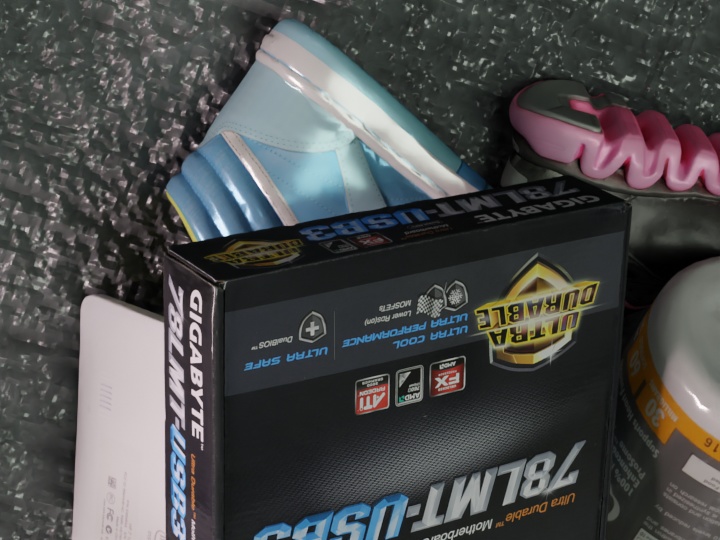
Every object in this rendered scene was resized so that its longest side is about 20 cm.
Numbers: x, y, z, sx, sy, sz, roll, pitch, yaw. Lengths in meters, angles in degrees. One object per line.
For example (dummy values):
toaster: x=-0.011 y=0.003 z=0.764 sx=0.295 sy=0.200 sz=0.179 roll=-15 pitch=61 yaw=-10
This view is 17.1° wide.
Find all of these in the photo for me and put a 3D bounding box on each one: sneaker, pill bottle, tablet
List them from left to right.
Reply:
tablet: x=-0.079 y=0.119 z=1.034 sx=0.014 sy=0.130 sz=0.200 roll=-19 pitch=120 yaw=-49
sneaker: x=0.000 y=0.000 z=1.043 sx=0.200 sy=0.080 sz=0.131 roll=42 pitch=89 yaw=-11
sneaker: x=0.152 y=-0.017 z=1.113 sx=0.200 sy=0.079 sz=0.095 roll=18 pitch=109 yaw=-8
pill bottle: x=0.152 y=0.097 z=1.106 sx=0.116 sy=0.116 sz=0.200 roll=-2 pitch=140 yaw=-26

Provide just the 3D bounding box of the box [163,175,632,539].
box: x=0.015 y=0.073 z=0.973 sx=0.200 sy=0.050 sz=0.199 roll=-11 pitch=113 yaw=-31
